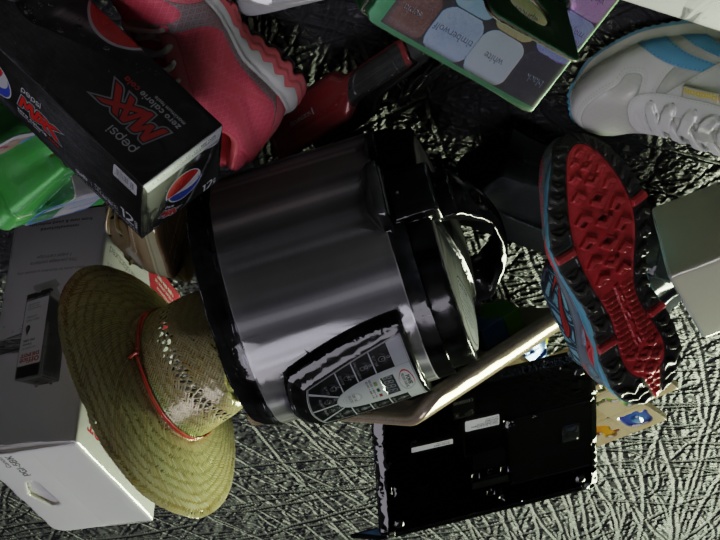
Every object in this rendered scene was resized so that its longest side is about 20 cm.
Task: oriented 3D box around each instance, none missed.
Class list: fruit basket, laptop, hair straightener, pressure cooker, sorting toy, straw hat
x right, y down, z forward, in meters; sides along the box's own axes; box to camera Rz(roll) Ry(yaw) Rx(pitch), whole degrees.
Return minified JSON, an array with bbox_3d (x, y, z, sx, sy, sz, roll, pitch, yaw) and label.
[{"bbox_3d":[-0.245,-0.053,1.481,0.200,0.094,0.185,-35,174,27],"label":"fruit basket"},{"bbox_3d":[0.083,0.136,1.693,0.176,0.103,0.201,-13,123,-13],"label":"laptop"},{"bbox_3d":[0.020,-0.131,1.446,0.077,0.041,0.200,-11,162,-41],"label":"hair straightener"},{"bbox_3d":[-0.001,-0.003,1.464,0.199,0.176,0.179,-16,106,5],"label":"pressure cooker"},{"bbox_3d":[0.036,0.060,1.592,0.199,0.185,0.037,-7,108,48],"label":"sorting toy"},{"bbox_3d":[-0.117,0.066,1.554,0.085,0.202,0.201,-31,137,25],"label":"straw hat"}]

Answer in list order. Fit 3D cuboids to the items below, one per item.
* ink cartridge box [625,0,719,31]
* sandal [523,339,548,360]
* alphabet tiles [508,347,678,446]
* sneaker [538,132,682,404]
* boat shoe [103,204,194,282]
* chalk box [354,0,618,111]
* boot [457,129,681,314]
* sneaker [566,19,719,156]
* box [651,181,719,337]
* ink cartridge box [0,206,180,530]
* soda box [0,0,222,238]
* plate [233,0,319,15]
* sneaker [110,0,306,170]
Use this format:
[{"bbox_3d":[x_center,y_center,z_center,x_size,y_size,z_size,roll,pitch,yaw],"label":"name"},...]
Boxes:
[{"bbox_3d":[0.232,-0.204,1.236,0.199,0.083,0.147,15,149,-18],"label":"ink cartridge box"},{"bbox_3d":[0.106,0.099,1.775,0.079,0.087,0.200,6,148,2],"label":"sandal"},{"bbox_3d":[0.135,0.103,1.701,0.199,0.008,0.167,-26,138,32],"label":"alphabet tiles"},{"bbox_3d":[0.146,-0.003,1.491,0.095,0.079,0.201,25,138,55],"label":"sneaker"},{"bbox_3d":[-0.152,-0.034,1.563,0.065,0.073,0.200,14,173,3],"label":"boat shoe"},{"bbox_3d":[0.065,-0.179,1.155,0.125,0.200,0.124,26,112,-33],"label":"chalk box"},{"bbox_3d":[0.141,-0.017,1.586,0.199,0.066,0.165,17,139,-26],"label":"boot"},{"bbox_3d":[0.227,-0.109,1.404,0.199,0.081,0.077,-7,150,21],"label":"sneaker"},{"bbox_3d":[0.305,-0.033,1.487,0.199,0.069,0.082,-20,137,14],"label":"box"},{"bbox_3d":[-0.207,0.076,1.661,0.082,0.201,0.147,-7,149,18],"label":"ink cartridge box"},{"bbox_3d":[-0.174,-0.117,1.348,0.200,0.071,0.063,43,155,17],"label":"soda box"},{"bbox_3d":[-0.032,-0.217,1.302,0.199,0.032,0.200,-8,148,22],"label":"plate"},{"bbox_3d":[-0.109,-0.131,1.385,0.074,0.087,0.200,17,163,42],"label":"sneaker"}]
